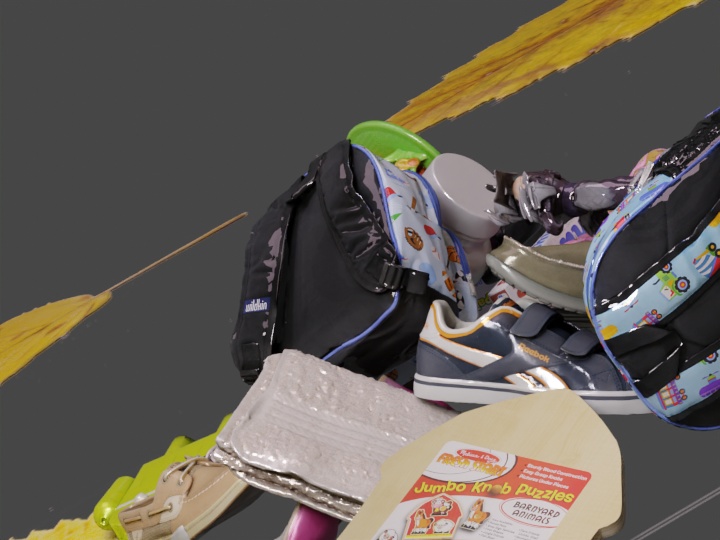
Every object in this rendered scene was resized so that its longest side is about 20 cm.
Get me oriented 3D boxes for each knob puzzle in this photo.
[{"bbox_3d":[0.096,0.157,1.196,0.218,0.031,0.221,-17,33,11],"label":"knob puzzle"}]

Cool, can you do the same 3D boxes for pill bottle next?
[{"bbox_3d":[0.049,-0.005,1.590,0.201,0.112,0.112,-55,-3,34],"label":"pill bottle"}]

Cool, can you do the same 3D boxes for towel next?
[{"bbox_3d":[0.002,0.129,1.304,0.198,0.035,0.133,19,39,11],"label":"towel"}]

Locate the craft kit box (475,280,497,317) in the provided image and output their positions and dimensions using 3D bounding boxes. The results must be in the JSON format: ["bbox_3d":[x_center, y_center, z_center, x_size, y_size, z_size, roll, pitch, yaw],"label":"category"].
[{"bbox_3d":[0.080,0.015,1.783,0.196,0.049,0.200,-31,14,5],"label":"craft kit box"}]

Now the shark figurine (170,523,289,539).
[{"bbox_3d":[-0.101,0.217,1.346,0.213,0.090,0.128,-33,16,-7],"label":"shark figurine"}]

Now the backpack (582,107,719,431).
[{"bbox_3d":[0.244,0.005,1.232,0.200,0.183,0.134,-40,13,-8],"label":"backpack"}]

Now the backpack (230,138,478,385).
[{"bbox_3d":[0.000,0.000,1.450,0.199,0.153,0.192,-33,55,31],"label":"backpack"}]

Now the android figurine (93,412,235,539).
[{"bbox_3d":[-0.164,0.197,1.637,0.181,0.041,0.200,-24,13,20],"label":"android figurine"}]

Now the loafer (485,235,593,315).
[{"bbox_3d":[0.192,0.002,1.332,0.198,0.070,0.075,14,4,-8],"label":"loafer"}]

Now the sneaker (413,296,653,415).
[{"bbox_3d":[0.134,0.062,1.298,0.198,0.080,0.078,4,3,19],"label":"sneaker"}]

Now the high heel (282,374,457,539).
[{"bbox_3d":[0.014,0.170,1.346,0.200,0.095,0.068,-53,-12,-44],"label":"high heel"}]

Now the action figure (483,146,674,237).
[{"bbox_3d":[0.183,-0.056,1.386,0.198,0.070,0.130,-8,1,35],"label":"action figure"}]

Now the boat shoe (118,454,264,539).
[{"bbox_3d":[-0.143,0.188,1.457,0.071,0.065,0.200,-26,-10,-47],"label":"boat shoe"}]

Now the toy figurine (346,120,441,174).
[{"bbox_3d":[0.020,-0.032,1.801,0.199,0.151,0.185,15,54,35],"label":"toy figurine"}]

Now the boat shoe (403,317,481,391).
[{"bbox_3d":[0.037,0.098,1.532,0.199,0.072,0.068,-26,18,39],"label":"boat shoe"}]

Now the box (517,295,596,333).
[{"bbox_3d":[0.191,0.035,1.417,0.199,0.083,0.068,-35,16,-17],"label":"box"}]

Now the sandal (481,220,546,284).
[{"bbox_3d":[0.136,-0.040,1.654,0.075,0.048,0.201,-42,8,18],"label":"sandal"}]

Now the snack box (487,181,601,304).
[{"bbox_3d":[0.183,-0.001,1.570,0.024,0.072,0.200,-23,15,43],"label":"snack box"}]

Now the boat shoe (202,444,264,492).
[{"bbox_3d":[-0.082,0.157,1.509,0.198,0.057,0.067,-14,27,20],"label":"boat shoe"}]

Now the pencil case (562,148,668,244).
[{"bbox_3d":[0.238,-0.032,1.554,0.086,0.083,0.200,-17,18,43],"label":"pencil case"}]
